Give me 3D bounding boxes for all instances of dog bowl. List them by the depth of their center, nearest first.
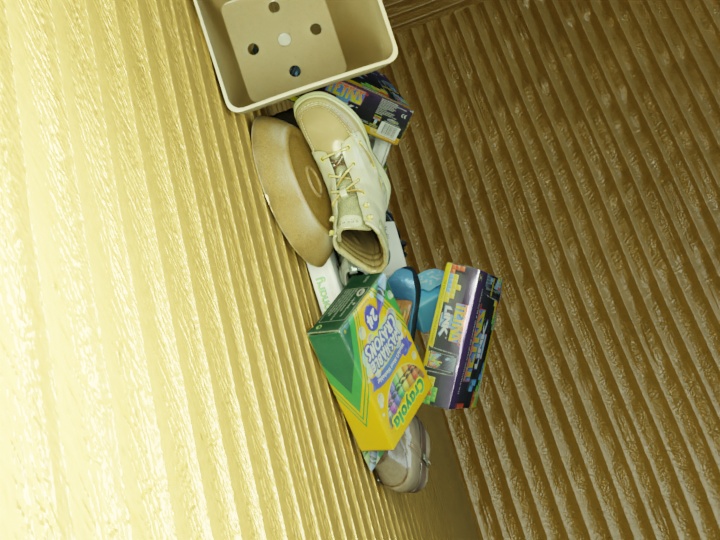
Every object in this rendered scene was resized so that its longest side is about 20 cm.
[{"bbox_3d":[0.073,0.070,1.642,0.050,0.198,0.112,52,-12,42],"label":"dog bowl"}]

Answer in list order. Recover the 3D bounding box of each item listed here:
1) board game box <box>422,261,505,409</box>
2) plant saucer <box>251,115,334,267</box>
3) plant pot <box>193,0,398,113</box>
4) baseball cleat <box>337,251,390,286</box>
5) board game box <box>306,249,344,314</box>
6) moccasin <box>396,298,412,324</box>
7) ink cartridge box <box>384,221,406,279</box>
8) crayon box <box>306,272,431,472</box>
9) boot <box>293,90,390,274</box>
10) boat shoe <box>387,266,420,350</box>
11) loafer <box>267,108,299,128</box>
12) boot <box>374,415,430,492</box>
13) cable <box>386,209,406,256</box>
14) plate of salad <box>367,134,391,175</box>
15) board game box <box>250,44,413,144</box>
[{"bbox_3d":[0.148,0.098,1.555,0.165,0.056,0.203,14,89,-71],"label":"board game box"},{"bbox_3d":[-0.071,-0.104,1.321,0.201,0.035,0.201,-90,154,-52],"label":"plant saucer"},{"bbox_3d":[-0.086,-0.293,1.246,0.177,0.197,0.202,157,-85,-85],"label":"plant pot"},{"bbox_3d":[0.000,0.000,1.461,0.200,0.069,0.108,36,47,-72],"label":"baseball cleat"},{"bbox_3d":[-0.043,0.009,1.444,0.126,0.034,0.203,37,35,-82],"label":"board game box"},{"bbox_3d":[0.045,0.141,1.484,0.074,0.076,0.205,40,54,-84],"label":"moccasin"},{"bbox_3d":[0.028,0.006,1.689,0.202,0.066,0.117,97,-15,-45],"label":"ink cartridge box"},{"bbox_3d":[0.020,0.122,1.273,0.126,0.051,0.202,-51,125,-48],"label":"crayon box"},{"bbox_3d":[-0.019,-0.107,1.307,0.201,0.071,0.156,55,24,-37],"label":"boot"},{"bbox_3d":[0.057,0.092,1.548,0.069,0.083,0.202,-40,151,-68],"label":"boat shoe"},{"bbox_3d":[-0.086,-0.190,1.487,0.200,0.070,0.074,-75,146,-81],"label":"loafer"},{"bbox_3d":[0.046,0.190,1.411,0.146,0.069,0.203,42,46,-48],"label":"boot"},{"bbox_3d":[0.033,-0.087,1.806,0.200,0.050,0.165,84,-12,-72],"label":"cable"},{"bbox_3d":[0.006,-0.125,1.545,0.048,0.202,0.201,26,19,-13],"label":"plate of salad"},{"bbox_3d":[-0.041,-0.257,1.453,0.198,0.057,0.166,20,22,-23],"label":"board game box"}]
